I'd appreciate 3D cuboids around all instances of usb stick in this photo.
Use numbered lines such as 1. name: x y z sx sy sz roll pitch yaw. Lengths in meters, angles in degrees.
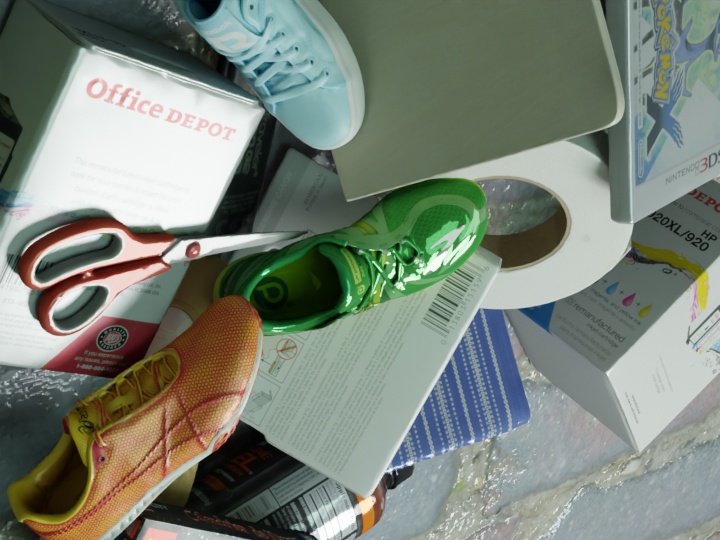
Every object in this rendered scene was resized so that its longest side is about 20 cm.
1. usb stick: -0.077 -0.108 0.899 0.055 0.032 0.202 -15 128 -45

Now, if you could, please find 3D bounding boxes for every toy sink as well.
1. toy sink: 0.079 -0.136 0.855 0.112 0.198 0.132 -21 96 -56

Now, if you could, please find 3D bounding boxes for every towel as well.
1. towel: 0.047 0.077 1.093 0.198 0.024 0.146 -13 85 -35

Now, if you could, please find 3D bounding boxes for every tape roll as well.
1. tape roll: 0.105 -0.046 1.016 0.200 0.037 0.204 2 140 2

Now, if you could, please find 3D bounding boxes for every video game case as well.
1. video game case: 0.234 -0.155 0.974 0.181 0.022 0.202 -25 118 -42

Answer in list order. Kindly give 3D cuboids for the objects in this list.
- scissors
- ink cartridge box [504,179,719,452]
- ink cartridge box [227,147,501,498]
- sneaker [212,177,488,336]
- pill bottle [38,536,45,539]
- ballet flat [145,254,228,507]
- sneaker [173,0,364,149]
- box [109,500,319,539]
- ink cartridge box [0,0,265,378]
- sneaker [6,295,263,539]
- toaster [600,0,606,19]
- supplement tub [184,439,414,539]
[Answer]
1. scissors: -0.112 -0.016 0.819 0.199 0.014 0.074 -22 132 -29
2. ink cartridge box: 0.252 0.021 1.208 0.200 0.147 0.145 -43 139 -9
3. ink cartridge box: -0.019 0.037 0.988 0.201 0.172 0.044 -60 178 12
4. sneaker: 0.000 0.000 0.905 0.198 0.084 0.075 -24 104 -7
5. pill bottle: -0.186 0.276 1.019 0.108 0.109 0.202 -18 129 -33
6. ballet flat: -0.132 0.087 0.945 0.063 0.068 0.202 -9 116 -57
7. sneaker: -0.070 -0.144 0.798 0.201 0.073 0.082 56 37 -21
8. box: -0.115 0.240 0.945 0.199 0.038 0.138 24 94 -47
9. ink cartridge box: -0.169 -0.045 0.820 0.145 0.083 0.201 14 109 -47
10. sneaker: -0.136 0.094 0.842 0.200 0.073 0.077 -49 138 2
11. toaster: 0.145 -0.188 0.986 0.200 0.114 0.129 -45 136 -6
12. supplement tub: -0.054 0.183 1.076 0.199 0.107 0.108 -29 135 -25
